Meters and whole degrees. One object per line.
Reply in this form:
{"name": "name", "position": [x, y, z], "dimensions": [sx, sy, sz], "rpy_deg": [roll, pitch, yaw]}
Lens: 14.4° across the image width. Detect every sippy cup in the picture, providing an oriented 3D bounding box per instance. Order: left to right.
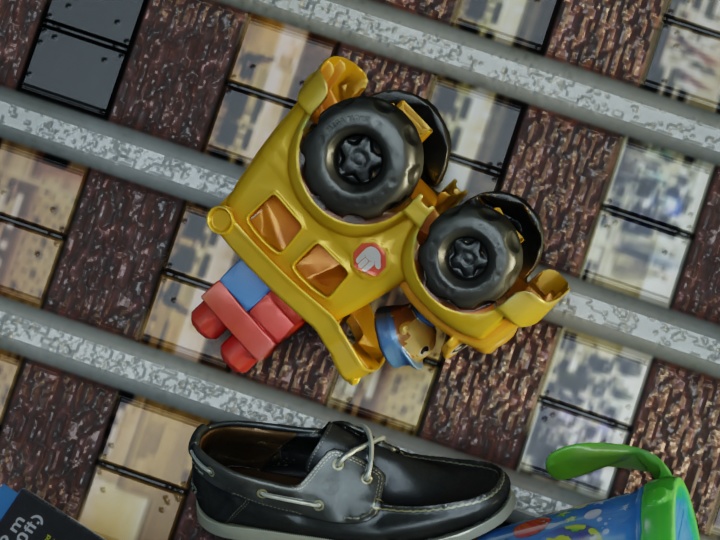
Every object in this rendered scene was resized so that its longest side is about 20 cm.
{"name": "sippy cup", "position": [0.135, 0.197, 1.684], "dimensions": [0.129, 0.178, 0.140], "rpy_deg": [-9, 111, 13]}

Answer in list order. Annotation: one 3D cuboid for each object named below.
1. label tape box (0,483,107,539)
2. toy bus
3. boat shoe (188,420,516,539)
{"name": "label tape box", "position": [-0.192, 0.205, 1.582], "dimensions": [0.199, 0.063, 0.145], "rpy_deg": [26, 78, 38]}
{"name": "toy bus", "position": [0.000, 0.000, 1.716], "dimensions": [0.200, 0.136, 0.192], "rpy_deg": [44, 101, 4]}
{"name": "boat shoe", "position": [-0.007, 0.126, 1.702], "dimensions": [0.199, 0.072, 0.068], "rpy_deg": [3, 123, 14]}
